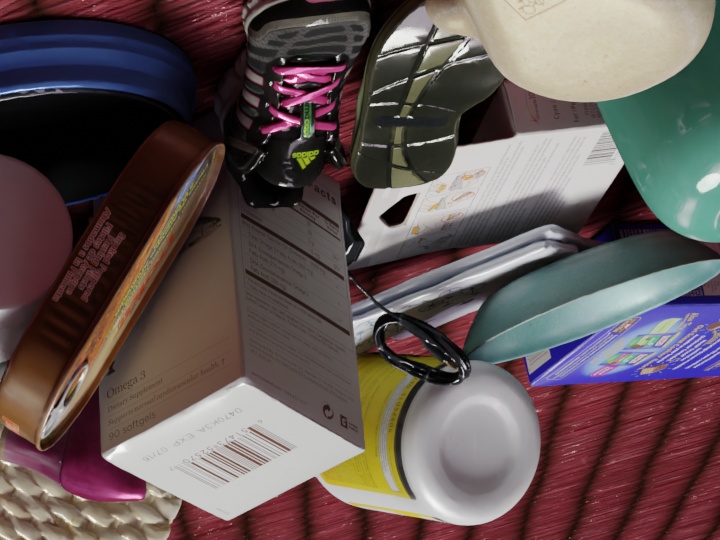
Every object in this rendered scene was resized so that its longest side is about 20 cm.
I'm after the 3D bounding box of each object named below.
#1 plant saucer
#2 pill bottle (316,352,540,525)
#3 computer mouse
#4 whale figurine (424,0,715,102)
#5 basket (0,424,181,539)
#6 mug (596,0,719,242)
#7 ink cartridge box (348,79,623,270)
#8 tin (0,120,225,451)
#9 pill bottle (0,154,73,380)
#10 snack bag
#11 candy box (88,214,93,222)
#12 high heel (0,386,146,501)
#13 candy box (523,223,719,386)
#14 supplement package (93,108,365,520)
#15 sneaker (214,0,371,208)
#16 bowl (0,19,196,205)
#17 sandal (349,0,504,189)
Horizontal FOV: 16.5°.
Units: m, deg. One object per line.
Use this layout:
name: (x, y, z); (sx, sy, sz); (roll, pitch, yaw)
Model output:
plant saucer: (0.157, 0.015, 1.731); (0.199, 0.036, 0.200); (-20, 170, -4)
pill bottle: (0.029, 0.115, 1.744); (0.111, 0.113, 0.199); (1, 180, -32)
computer mouse: (0.000, 0.000, 1.622); (0.058, 0.200, 0.034); (-36, -165, 30)
whale figurine: (0.096, -0.174, 1.268); (0.159, 0.104, 0.200); (-25, 133, 39)
basket: (-0.230, 0.130, 1.645); (0.160, 0.199, 0.200); (-5, 142, 47)
mug: (0.238, -0.089, 1.430); (0.184, 0.115, 0.152); (-10, 152, -24)
ink cartridge box: (0.081, -0.065, 1.624); (0.175, 0.045, 0.200); (-8, 161, -12)
tin: (-0.141, 0.007, 1.396); (0.042, 0.201, 0.112); (29, 171, 9)
pill bottle: (-0.231, 0.013, 1.448); (0.112, 0.114, 0.200); (-4, 161, -18)
snack bag: (0.073, 0.016, 1.735); (0.187, 0.022, 0.200); (-23, 170, 15)
candy box: (-0.107, 0.018, 1.724); (0.166, 0.072, 0.200); (-7, 161, -12)
high heel: (-0.142, 0.057, 1.540); (0.095, 0.201, 0.068); (18, 135, 9)
candy box: (0.247, 0.026, 1.942); (0.198, 0.078, 0.169); (0, 157, -27)
supplement package: (-0.082, 0.026, 1.507); (0.116, 0.201, 0.117); (-29, 139, 29)
sneaker: (-0.035, -0.095, 1.400); (0.073, 0.088, 0.200); (-4, 159, -19)
bowl: (-0.191, -0.083, 1.429); (0.199, 0.040, 0.201); (-9, 161, -3)
sandal: (0.033, -0.115, 1.427); (0.079, 0.058, 0.201); (5, 151, -14)
